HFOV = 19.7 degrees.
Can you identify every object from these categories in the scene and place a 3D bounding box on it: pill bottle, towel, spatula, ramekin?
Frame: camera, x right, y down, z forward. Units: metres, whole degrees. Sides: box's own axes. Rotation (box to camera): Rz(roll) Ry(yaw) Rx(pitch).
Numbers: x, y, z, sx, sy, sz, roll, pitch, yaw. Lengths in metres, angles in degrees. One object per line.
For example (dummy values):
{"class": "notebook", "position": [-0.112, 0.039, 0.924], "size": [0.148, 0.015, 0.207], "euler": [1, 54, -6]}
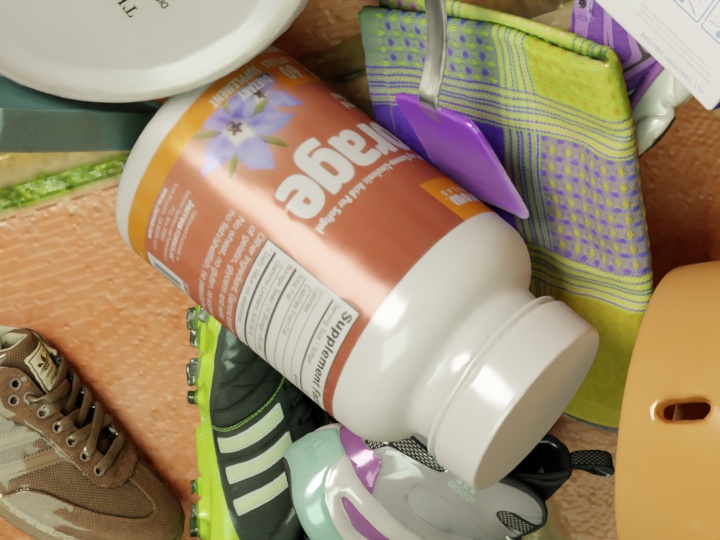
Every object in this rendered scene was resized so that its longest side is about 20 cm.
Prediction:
{"class": "pill bottle", "position": [0.000, 0.000, 0.894], "size": [0.200, 0.112, 0.112], "euler": [38, 125, 18]}
{"class": "towel", "position": [0.065, -0.022, 0.918], "size": [0.143, 0.023, 0.201], "euler": [21, 133, 35]}
{"class": "spatula", "position": [0.027, -0.103, 0.837], "size": [0.056, 0.021, 0.201], "euler": [26, 142, 44]}
{"class": "ramekin", "position": [-0.098, -0.157, 0.830], "size": [0.201, 0.094, 0.203], "euler": [-7, 134, -7]}

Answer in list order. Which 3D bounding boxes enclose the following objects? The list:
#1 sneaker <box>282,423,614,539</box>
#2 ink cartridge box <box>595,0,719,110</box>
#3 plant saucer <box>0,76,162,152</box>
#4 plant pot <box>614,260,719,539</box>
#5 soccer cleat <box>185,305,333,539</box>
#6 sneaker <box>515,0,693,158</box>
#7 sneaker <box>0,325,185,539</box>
{"class": "sneaker", "position": [0.064, 0.127, 1.015], "size": [0.139, 0.078, 0.200], "euler": [-26, 136, 9]}
{"class": "ink cartridge box", "position": [0.096, -0.146, 0.778], "size": [0.200, 0.094, 0.044], "euler": [48, 126, 20]}
{"class": "plant saucer", "position": [-0.135, -0.070, 0.878], "size": [0.070, 0.200, 0.019], "euler": [23, 101, 15]}
{"class": "plant pot", "position": [0.194, 0.073, 0.892], "size": [0.139, 0.200, 0.201], "euler": [9, 123, 22]}
{"class": "soccer cleat", "position": [-0.045, 0.071, 1.024], "size": [0.081, 0.068, 0.201], "euler": [-1, 124, -5]}
{"class": "sneaker", "position": [0.127, -0.123, 0.850], "size": [0.083, 0.081, 0.200], "euler": [37, 123, -3]}
{"class": "sneaker", "position": [-0.168, 0.075, 1.044], "size": [0.199, 0.071, 0.076], "euler": [31, 122, -7]}
